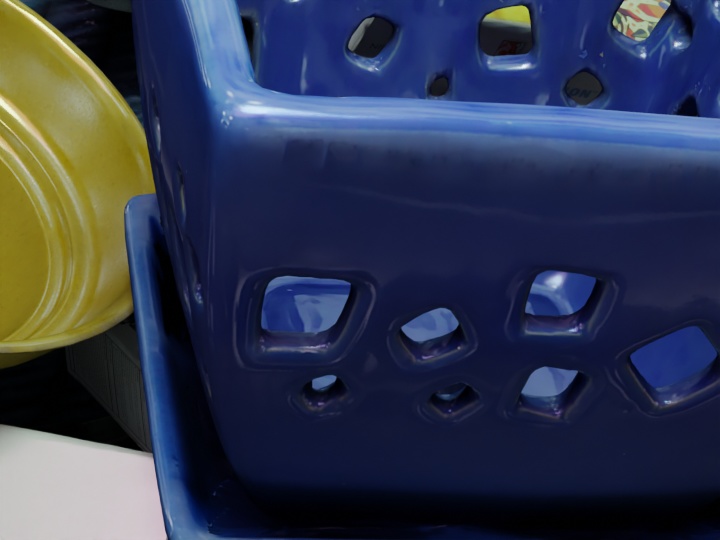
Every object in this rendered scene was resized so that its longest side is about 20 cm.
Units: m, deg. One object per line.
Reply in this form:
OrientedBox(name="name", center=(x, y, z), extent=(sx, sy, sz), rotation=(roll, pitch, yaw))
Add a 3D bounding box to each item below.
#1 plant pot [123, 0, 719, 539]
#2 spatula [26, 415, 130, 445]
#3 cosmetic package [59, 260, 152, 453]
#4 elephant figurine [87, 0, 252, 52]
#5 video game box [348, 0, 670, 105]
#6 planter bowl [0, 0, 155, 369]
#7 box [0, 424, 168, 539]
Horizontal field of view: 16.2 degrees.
OrientedBox(name="plant pot", center=(0.030, -0.018, 0.728), extent=(0.199, 0.180, 0.200), rotation=(2, 35, -13))
OrientedBox(name="spatula", center=(-0.083, 0.052, 0.900), extent=(0.199, 0.021, 0.057), rotation=(-17, 48, -8))
OrientedBox(name="cosmetic package", center=(0.000, 0.000, 0.896), extent=(0.200, 0.051, 0.083), rotation=(-27, 52, -27))
OrientedBox(name="elephant figurine", center=(-0.017, -0.134, 0.985), extent=(0.199, 0.142, 0.156), rotation=(26, 86, 5))
OrientedBox(name="video game box", center=(0.046, -0.142, 0.927), extent=(0.182, 0.047, 0.200), rotation=(3, 49, -30))
OrientedBox(name="planter bowl", center=(-0.169, -0.022, 0.831), extent=(0.200, 0.084, 0.201), rotation=(23, 36, -18))
OrientedBox(name="box", center=(-0.147, 0.092, 0.819), extent=(0.199, 0.095, 0.078), rotation=(9, 70, 13))
